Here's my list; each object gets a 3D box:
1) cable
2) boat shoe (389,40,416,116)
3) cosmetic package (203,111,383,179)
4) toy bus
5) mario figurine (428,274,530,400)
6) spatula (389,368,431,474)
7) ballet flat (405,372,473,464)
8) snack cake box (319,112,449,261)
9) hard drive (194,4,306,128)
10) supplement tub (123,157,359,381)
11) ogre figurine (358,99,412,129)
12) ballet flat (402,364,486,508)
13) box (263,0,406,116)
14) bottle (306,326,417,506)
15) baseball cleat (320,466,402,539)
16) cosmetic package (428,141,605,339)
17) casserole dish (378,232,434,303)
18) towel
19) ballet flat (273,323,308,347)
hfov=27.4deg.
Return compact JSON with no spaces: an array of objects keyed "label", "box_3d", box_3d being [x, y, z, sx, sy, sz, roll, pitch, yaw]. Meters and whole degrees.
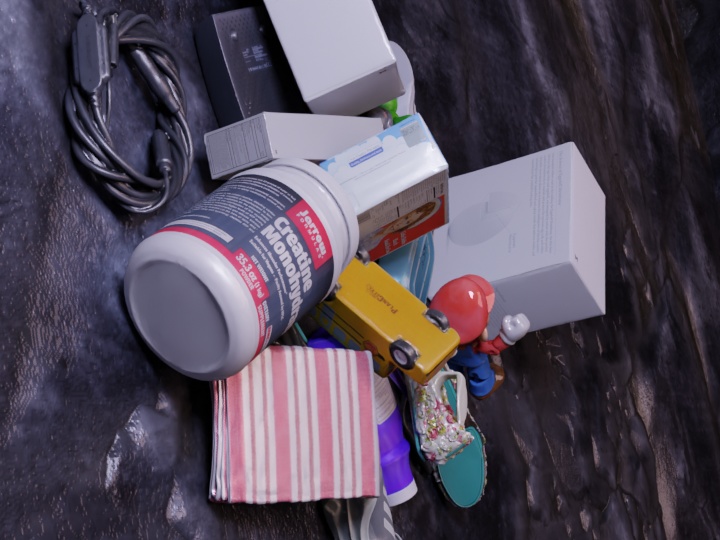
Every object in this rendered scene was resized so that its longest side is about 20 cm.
[{"label":"cable","box_3d":[-0.208,-0.142,1.354,0.163,0.050,0.202,26,51,-62]},{"label":"boat shoe","box_3d":[0.042,-0.183,1.840,0.070,0.070,0.202,79,-1,-75]},{"label":"cosmetic package","box_3d":[-0.061,-0.125,1.490,0.199,0.082,0.051,-5,84,-56]},{"label":"toy bus","box_3d":[0.004,0.039,1.498,0.200,0.079,0.065,40,55,15]},{"label":"mario figurine","box_3d":[0.135,0.067,1.764,0.201,0.122,0.107,81,-4,-56]},{"label":"spatula","box_3d":[0.052,0.163,1.674,0.057,0.020,0.201,-114,-175,-51]},{"label":"ballet flat","box_3d":[0.080,0.112,1.604,0.076,0.063,0.202,41,32,-61]},{"label":"snack cake box","box_3d":[0.029,-0.079,1.533,0.068,0.114,0.200,61,-4,14]},{"label":"hard drive","box_3d":[-0.107,-0.174,1.559,0.135,0.042,0.202,-32,105,-62]},{"label":"supplement tub","box_3d":[-0.103,-0.006,1.330,0.200,0.139,0.141,-41,113,-46]},{"label":"ogre figurine","box_3d":[0.010,-0.160,1.713,0.119,0.098,0.201,20,36,-51]},{"label":"ballet flat","box_3d":[0.101,0.181,1.750,0.064,0.075,0.202,-136,-151,-75]},{"label":"box","box_3d":[-0.040,-0.276,1.592,0.152,0.105,0.202,47,20,-81]},{"label":"bottle","box_3d":[0.006,0.152,1.577,0.202,0.065,0.084,69,22,-11]},{"label":"baseball cleat","box_3d":[0.006,0.263,1.535,0.106,0.069,0.203,-4,89,-69]},{"label":"cosmetic package","box_3d":[0.207,-0.032,1.913,0.123,0.198,0.201,48,37,-40]},{"label":"casserole dish","box_3d":[0.056,0.000,1.745,0.201,0.038,0.122,-75,160,-47]},{"label":"towel","box_3d":[-0.061,0.146,1.404,0.199,0.030,0.148,6,79,-41]},{"label":"ballet flat","box_3d":[-0.068,0.091,1.473,0.200,0.068,0.068,50,-9,-24]}]
